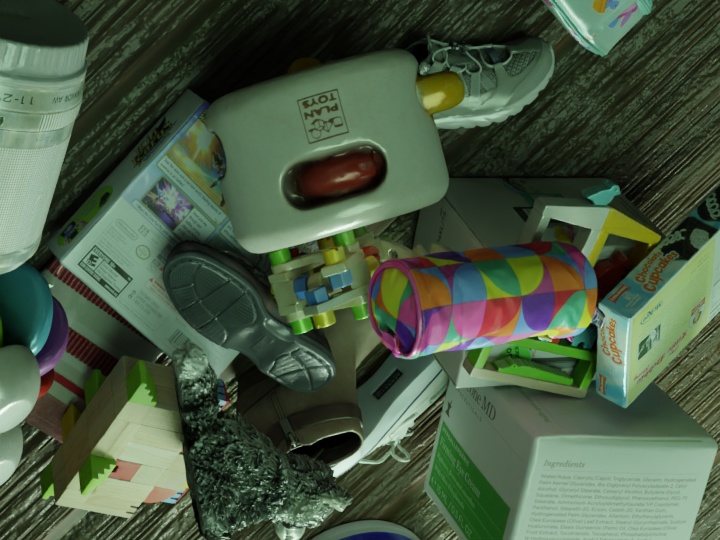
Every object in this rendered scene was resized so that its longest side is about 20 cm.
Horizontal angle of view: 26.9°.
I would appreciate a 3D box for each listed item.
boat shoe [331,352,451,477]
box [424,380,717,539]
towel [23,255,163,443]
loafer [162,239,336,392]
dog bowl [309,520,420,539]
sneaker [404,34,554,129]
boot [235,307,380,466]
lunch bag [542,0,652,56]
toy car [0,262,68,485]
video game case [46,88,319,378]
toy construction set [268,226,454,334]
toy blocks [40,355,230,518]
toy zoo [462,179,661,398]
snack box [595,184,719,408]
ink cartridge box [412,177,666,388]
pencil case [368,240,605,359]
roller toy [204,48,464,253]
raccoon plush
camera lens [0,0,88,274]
[{"bbox_3d":[0.029,0.147,1.499,0.202,0.075,0.086,-46,130,-4],"label":"boat shoe"},{"bbox_3d":[0.195,0.189,1.441,0.197,0.199,0.174,5,111,-22],"label":"box"},{"bbox_3d":[-0.247,0.055,1.349,0.200,0.023,0.144,-47,124,7],"label":"towel"},{"bbox_3d":[-0.097,0.032,1.311,0.071,0.063,0.200,-31,127,24],"label":"loafer"},{"bbox_3d":[-0.002,0.371,1.611,0.197,0.079,0.202,-11,123,-17],"label":"dog bowl"},{"bbox_3d":[0.079,-0.170,1.318,0.198,0.075,0.083,-21,127,-10],"label":"sneaker"},{"bbox_3d":[-0.028,0.114,1.400,0.199,0.147,0.071,-32,127,-2],"label":"boot"},{"bbox_3d":[0.148,-0.281,1.233,0.077,0.161,0.200,-40,133,10],"label":"lunch bag"},{"bbox_3d":[-0.311,0.068,1.235,0.149,0.175,0.201,-23,151,-39],"label":"toy car"},{"bbox_3d":[-0.142,-0.024,1.313,0.182,0.045,0.200,-47,127,-4],"label":"video game case"},{"bbox_3d":[0.000,0.000,1.282,0.199,0.130,0.094,-4,83,-48],"label":"toy construction set"},{"bbox_3d":[-0.182,0.156,1.343,0.135,0.101,0.201,16,129,-31],"label":"toy blocks"},{"bbox_3d":[0.184,0.014,1.328,0.130,0.020,0.202,13,111,-28],"label":"toy zoo"},{"bbox_3d":[0.285,0.020,1.361,0.200,0.037,0.117,-40,142,-30],"label":"snack box"},{"bbox_3d":[0.162,0.008,1.418,0.197,0.146,0.148,-2,120,-22],"label":"ink cartridge box"},{"bbox_3d":[0.103,0.026,1.221,0.198,0.088,0.089,-3,121,-32],"label":"pencil case"},{"bbox_3d":[-0.027,-0.103,1.211,0.181,0.198,0.142,-20,96,-47],"label":"roller toy"},{"bbox_3d":[-0.079,0.148,1.259,0.132,0.097,0.202,-11,129,-12],"label":"raccoon plush"},{"bbox_3d":[-0.301,-0.108,1.139,0.158,0.160,0.202,10,115,-28],"label":"camera lens"}]
